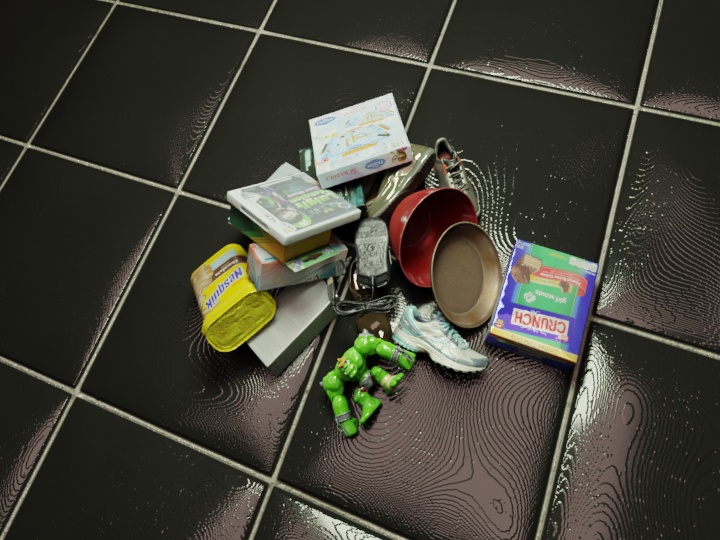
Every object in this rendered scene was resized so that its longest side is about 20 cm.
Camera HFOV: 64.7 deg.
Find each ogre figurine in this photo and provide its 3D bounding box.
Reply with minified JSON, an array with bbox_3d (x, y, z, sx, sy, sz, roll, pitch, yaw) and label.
[{"bbox_3d":[0.003,0.208,1.095,0.119,0.098,0.202,41,113,12],"label":"ogre figurine"}]

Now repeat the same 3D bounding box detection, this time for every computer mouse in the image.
[{"bbox_3d":[0.000,0.000,1.122,0.136,0.046,0.206,-11,67,9],"label":"computer mouse"}]

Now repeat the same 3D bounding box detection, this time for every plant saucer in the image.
[{"bbox_3d":[0.201,0.009,1.118,0.036,0.198,0.205,-4,58,53],"label":"plant saucer"}]

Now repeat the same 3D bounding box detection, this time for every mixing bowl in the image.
[{"bbox_3d":[0.131,-0.081,1.156,0.200,0.202,0.108,-42,37,-10],"label":"mixing bowl"}]

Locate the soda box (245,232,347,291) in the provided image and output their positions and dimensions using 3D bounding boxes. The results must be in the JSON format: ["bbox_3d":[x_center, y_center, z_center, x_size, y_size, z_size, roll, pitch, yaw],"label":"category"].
[{"bbox_3d":[-0.124,-0.019,1.123,0.195,0.070,0.064,-11,42,-33],"label":"soda box"}]

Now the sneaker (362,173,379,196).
[{"bbox_3d":[0.024,-0.237,1.275,0.069,0.080,0.205,6,65,22],"label":"sneaker"}]

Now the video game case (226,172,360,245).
[{"bbox_3d":[-0.126,-0.125,1.093,0.180,0.024,0.197,36,40,30],"label":"video game case"}]

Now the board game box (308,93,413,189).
[{"bbox_3d":[-0.004,-0.274,1.191,0.194,0.042,0.203,-16,47,5],"label":"board game box"}]

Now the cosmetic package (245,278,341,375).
[{"bbox_3d":[-0.139,0.102,1.171,0.200,0.072,0.101,-44,65,-9],"label":"cosmetic package"}]

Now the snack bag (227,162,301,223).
[{"bbox_3d":[-0.161,-0.128,1.222,0.186,0.022,0.201,33,69,26],"label":"snack bag"}]

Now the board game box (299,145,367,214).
[{"bbox_3d":[-0.062,-0.193,1.210,0.131,0.028,0.205,-13,56,9],"label":"board game box"}]

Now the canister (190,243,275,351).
[{"bbox_3d":[-0.268,0.048,1.167,0.147,0.087,0.201,-38,40,-1],"label":"canister"}]

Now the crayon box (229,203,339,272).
[{"bbox_3d":[-0.144,-0.085,1.097,0.198,0.053,0.124,35,38,28],"label":"crayon box"}]

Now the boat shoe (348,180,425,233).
[{"bbox_3d":[0.053,-0.155,1.252,0.198,0.076,0.074,-38,35,-7],"label":"boat shoe"}]

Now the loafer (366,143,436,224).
[{"bbox_3d":[0.076,-0.179,1.180,0.069,0.075,0.201,38,87,25],"label":"loafer"}]

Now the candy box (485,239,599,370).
[{"bbox_3d":[0.349,0.065,1.100,0.165,0.077,0.205,17,73,13],"label":"candy box"}]

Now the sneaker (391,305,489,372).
[{"bbox_3d":[0.156,0.129,1.087,0.195,0.077,0.089,21,97,21],"label":"sneaker"}]

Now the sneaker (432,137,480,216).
[{"bbox_3d":[0.198,-0.200,1.232,0.075,0.082,0.204,-22,66,0],"label":"sneaker"}]

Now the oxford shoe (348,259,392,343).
[{"bbox_3d":[0.012,0.072,1.153,0.071,0.085,0.204,-20,67,-1],"label":"oxford shoe"}]
